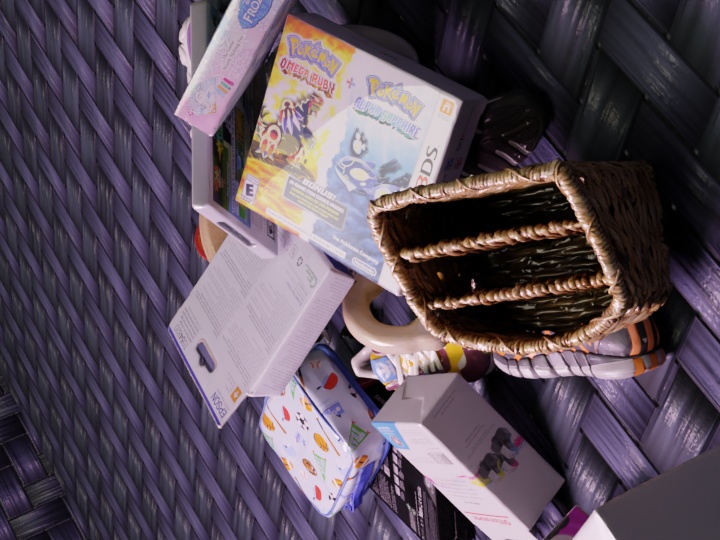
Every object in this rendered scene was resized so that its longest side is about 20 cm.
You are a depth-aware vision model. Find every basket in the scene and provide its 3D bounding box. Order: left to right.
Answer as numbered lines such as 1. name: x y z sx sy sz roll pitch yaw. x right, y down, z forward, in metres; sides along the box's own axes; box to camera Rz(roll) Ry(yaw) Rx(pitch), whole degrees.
1. basket: 0.123 -0.004 1.253 0.199 0.148 0.144 -8 89 38

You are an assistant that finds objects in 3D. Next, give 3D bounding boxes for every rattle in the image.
1. rattle: 0.000 0.000 1.561 0.199 0.131 0.143 17 168 26

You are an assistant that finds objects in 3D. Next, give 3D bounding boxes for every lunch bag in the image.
1. lunch bag: -0.038 0.188 1.824 0.161 0.075 0.200 50 152 18

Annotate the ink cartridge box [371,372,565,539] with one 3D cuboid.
1. ink cartridge box: 0.118 0.192 1.579 0.200 0.068 0.115 45 160 -15

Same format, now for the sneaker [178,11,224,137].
1. sneaker: -0.160 -0.206 1.880 0.083 0.080 0.202 10 118 56

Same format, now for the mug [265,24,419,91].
1. mug: -0.014 -0.140 1.570 0.201 0.146 0.177 -91 -1 -53

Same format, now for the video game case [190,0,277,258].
1. video game case: -0.120 -0.130 1.536 0.182 0.022 0.202 41 -134 -68

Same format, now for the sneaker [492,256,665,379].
1. sneaker: 0.179 0.030 1.378 0.199 0.077 0.113 -6 101 54

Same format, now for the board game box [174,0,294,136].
1. board game box: -0.078 -0.242 1.398 0.043 0.200 0.200 29 119 -4

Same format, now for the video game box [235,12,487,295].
1. video game box: -0.004 -0.103 1.393 0.199 0.047 0.184 30 111 29

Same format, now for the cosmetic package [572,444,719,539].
1. cosmetic package: 0.261 0.267 1.272 0.167 0.166 0.201 58 153 23

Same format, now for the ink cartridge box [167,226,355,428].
1. ink cartridge box: -0.104 0.035 1.625 0.201 0.040 0.200 -54 36 14

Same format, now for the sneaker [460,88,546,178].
1. sneaker: 0.089 -0.128 1.431 0.200 0.075 0.116 -38 33 41

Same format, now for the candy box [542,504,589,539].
1. candy box: 0.210 0.310 1.476 0.136 0.061 0.200 42 157 13

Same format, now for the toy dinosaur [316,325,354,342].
1. toy dinosaur: -0.041 0.012 1.799 0.200 0.101 0.137 -169 75 -86

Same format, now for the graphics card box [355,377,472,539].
1. graphics card box: 0.052 0.219 1.816 0.200 0.051 0.126 40 143 49

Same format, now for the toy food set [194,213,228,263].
1. toy food set: -0.085 -0.059 1.734 0.201 0.197 0.049 53 -173 13

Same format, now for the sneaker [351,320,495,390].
1. sneaker: 0.063 0.091 1.636 0.200 0.090 0.076 -16 95 66
